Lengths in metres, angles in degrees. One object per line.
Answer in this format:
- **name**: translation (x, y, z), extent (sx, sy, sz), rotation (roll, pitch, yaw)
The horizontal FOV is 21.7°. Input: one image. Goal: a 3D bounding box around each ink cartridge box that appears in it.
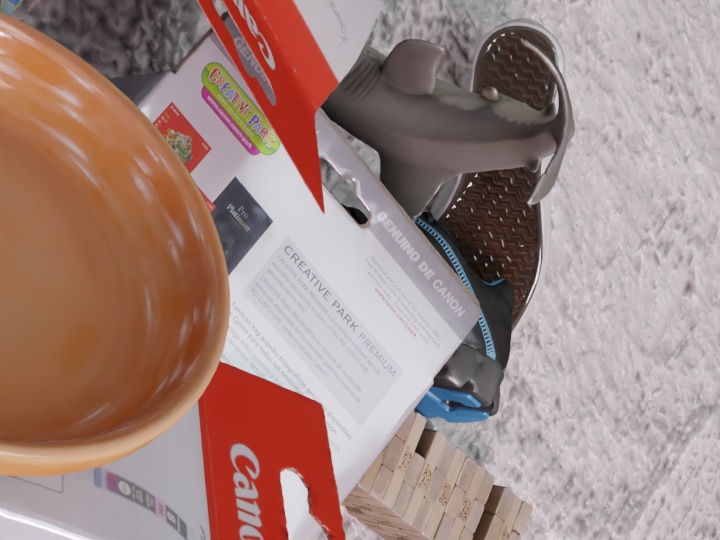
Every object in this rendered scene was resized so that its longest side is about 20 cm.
- **ink cartridge box**: translation (-0.036, -0.149, 0.792), extent (0.201, 0.057, 0.163), rotation (-104, 167, -47)
- **ink cartridge box**: translation (-0.068, 0.013, 0.857), extent (0.176, 0.084, 0.200), rotation (-49, 114, -22)
- **ink cartridge box**: translation (-0.074, 0.063, 0.715), extent (0.199, 0.057, 0.163), rotation (20, 37, -27)

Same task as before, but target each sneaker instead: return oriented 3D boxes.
- **sneaker**: translation (0.078, -0.041, 1.058), extent (0.085, 0.072, 0.202), rotation (-60, 165, -77)
- **sneaker**: translation (0.000, 0.000, 0.971), extent (0.200, 0.073, 0.082), rotation (37, 58, -29)

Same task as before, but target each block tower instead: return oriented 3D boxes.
- **block tower**: translation (0.014, 0.106, 1.014), extent (0.200, 0.058, 0.054), rotation (40, 65, -39)

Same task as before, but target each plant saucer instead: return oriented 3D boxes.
- **plant saucer**: translation (-0.137, -0.013, 0.634), extent (0.199, 0.037, 0.201), rotation (24, 40, -22)

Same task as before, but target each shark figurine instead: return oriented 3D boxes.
- **shark figurine**: translation (0.043, -0.057, 0.920), extent (0.128, 0.214, 0.090), rotation (31, 82, -44)

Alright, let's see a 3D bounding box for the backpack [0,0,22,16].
- **backpack**: translation (-0.173, -0.173, 0.739), extent (0.167, 0.126, 0.201), rotation (42, 63, -38)
